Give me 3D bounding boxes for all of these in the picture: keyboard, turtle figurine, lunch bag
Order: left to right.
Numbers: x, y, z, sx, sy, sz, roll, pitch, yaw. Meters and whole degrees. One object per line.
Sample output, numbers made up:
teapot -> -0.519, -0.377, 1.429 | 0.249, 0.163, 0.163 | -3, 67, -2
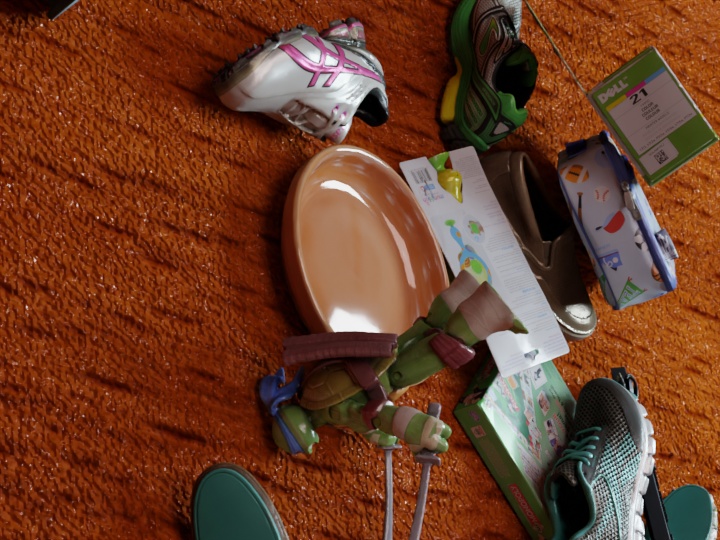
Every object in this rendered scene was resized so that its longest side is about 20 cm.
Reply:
turtle figurine -> 0.045, 0.105, 1.524 | 0.200, 0.194, 0.144 | 48, -4, 20
lunch bag -> 0.233, -0.053, 1.899 | 0.200, 0.075, 0.161 | -63, 130, -82
keyboard -> 0.253, 0.170, 1.837 | 0.127, 0.020, 0.201 | 72, 6, -51

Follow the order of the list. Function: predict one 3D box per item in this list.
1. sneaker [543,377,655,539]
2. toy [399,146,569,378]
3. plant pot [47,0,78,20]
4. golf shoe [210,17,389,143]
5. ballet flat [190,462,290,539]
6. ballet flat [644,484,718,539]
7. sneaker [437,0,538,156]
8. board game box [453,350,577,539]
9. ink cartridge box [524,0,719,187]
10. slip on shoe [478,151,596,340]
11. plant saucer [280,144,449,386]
sneaker -> 0.197, 0.174, 1.742 | 0.091, 0.077, 0.201 | 31, 48, -37
toy -> 0.096, -0.004, 1.766 | 0.115, 0.047, 0.201 | -16, 82, -53
plant pot -> -0.193, -0.310, 1.407 | 0.196, 0.200, 0.200 | 53, 37, -11
golf shoe -> -0.038, -0.144, 1.618 | 0.200, 0.072, 0.092 | -19, 79, -56
ballet flat -> -0.058, 0.227, 1.412 | 0.201, 0.068, 0.072 | 62, 8, 10
ballet flat -> 0.280, 0.284, 1.870 | 0.200, 0.075, 0.064 | -64, 156, -43
sneaker -> 0.131, -0.191, 1.878 | 0.078, 0.085, 0.201 | 40, 43, -36
board game box -> 0.162, 0.161, 1.787 | 0.200, 0.029, 0.135 | 59, 36, -16
ink cartridge box -> 0.232, -0.178, 1.846 | 0.200, 0.076, 0.148 | 55, 8, 0
slip on shoe -> 0.168, -0.023, 1.863 | 0.200, 0.060, 0.076 | 58, 35, -16
plant saucer -> 0.000, 0.000, 1.638 | 0.200, 0.037, 0.201 | 30, 49, -43
